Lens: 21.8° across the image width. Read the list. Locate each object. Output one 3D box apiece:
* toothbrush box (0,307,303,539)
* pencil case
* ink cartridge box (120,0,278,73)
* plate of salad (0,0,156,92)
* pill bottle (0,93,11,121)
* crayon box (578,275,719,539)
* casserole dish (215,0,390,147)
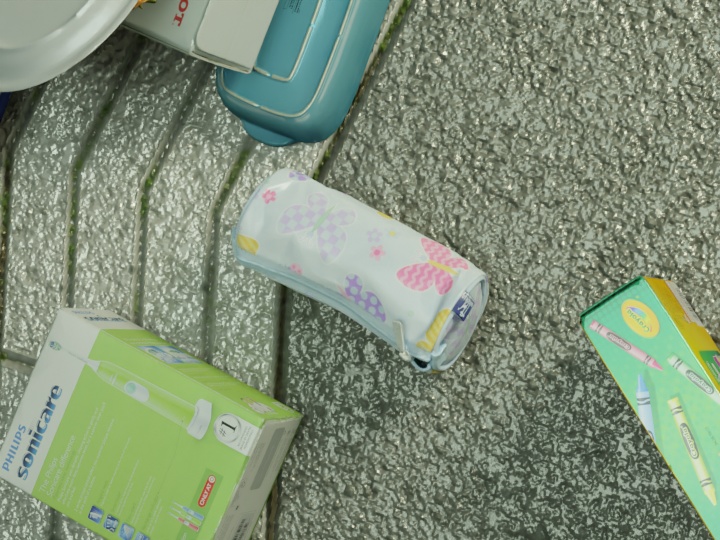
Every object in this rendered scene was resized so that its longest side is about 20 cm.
[{"bbox_3d":[-0.169,0.136,1.477,0.199,0.086,0.146,25,97,18],"label":"toothbrush box"},{"bbox_3d":[0.000,0.000,1.421,0.199,0.083,0.091,30,76,19],"label":"pencil case"},{"bbox_3d":[-0.152,-0.256,1.464,0.199,0.083,0.147,27,97,33],"label":"ink cartridge box"},{"bbox_3d":[-0.220,-0.213,1.414,0.199,0.048,0.201,-21,49,26],"label":"plate of salad"},{"bbox_3d":[-0.344,-0.154,1.538,0.111,0.112,0.201,25,97,19],"label":"pill bottle"},{"bbox_3d":[0.239,0.102,1.311,0.058,0.119,0.201,-34,77,15],"label":"crayon box"},{"bbox_3d":[-0.048,-0.196,1.471,0.121,0.039,0.201,22,95,19],"label":"casserole dish"}]
